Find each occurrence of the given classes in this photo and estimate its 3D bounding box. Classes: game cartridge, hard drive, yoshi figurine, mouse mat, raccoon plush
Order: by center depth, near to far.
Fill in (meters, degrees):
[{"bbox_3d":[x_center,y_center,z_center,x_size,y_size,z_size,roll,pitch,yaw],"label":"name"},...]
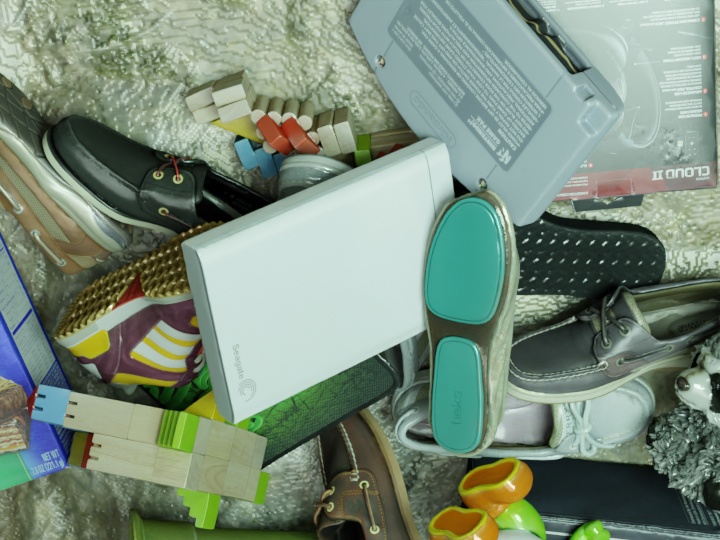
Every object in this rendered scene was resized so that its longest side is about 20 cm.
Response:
[{"bbox_3d":[-0.018,0.005,1.035,0.200,0.027,0.132,-24,121,-27],"label":"hard drive"},{"bbox_3d":[0.078,-0.135,1.036,0.200,0.040,0.133,52,134,16],"label":"game cartridge"},{"bbox_3d":[0.138,0.234,1.068,0.112,0.112,0.200,-30,107,4],"label":"yoshi figurine"},{"bbox_3d":[0.295,0.093,1.127,0.097,0.200,0.134,42,122,32],"label":"raccoon plush"},{"bbox_3d":[-0.085,0.070,1.147,0.161,0.008,0.200,45,130,-14],"label":"mouse mat"}]

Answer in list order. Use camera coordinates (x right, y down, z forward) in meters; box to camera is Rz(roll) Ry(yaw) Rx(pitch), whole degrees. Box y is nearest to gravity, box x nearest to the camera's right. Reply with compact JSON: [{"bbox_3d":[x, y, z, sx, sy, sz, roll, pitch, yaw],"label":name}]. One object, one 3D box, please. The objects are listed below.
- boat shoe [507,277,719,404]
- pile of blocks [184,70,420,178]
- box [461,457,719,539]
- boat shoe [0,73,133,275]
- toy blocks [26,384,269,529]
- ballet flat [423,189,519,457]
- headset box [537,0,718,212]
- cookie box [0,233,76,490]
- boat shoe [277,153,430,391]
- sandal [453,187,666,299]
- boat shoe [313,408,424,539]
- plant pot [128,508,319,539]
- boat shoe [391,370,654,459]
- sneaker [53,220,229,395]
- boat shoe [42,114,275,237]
[{"bbox_3d":[0.194,0.044,1.122,0.199,0.072,0.065,-10,136,-9],"label":"boat shoe"},{"bbox_3d":[-0.035,-0.083,1.107,0.199,0.062,0.082,16,109,-4],"label":"pile of blocks"},{"bbox_3d":[0.170,0.257,1.191,0.198,0.123,0.201,7,107,-2],"label":"box"},{"bbox_3d":[-0.253,-0.075,1.108,0.072,0.076,0.200,-38,103,15],"label":"boat shoe"},{"bbox_3d":[-0.159,0.128,1.128,0.136,0.200,0.100,9,81,17],"label":"toy blocks"},{"bbox_3d":[0.079,0.032,1.072,0.067,0.062,0.201,14,112,23],"label":"ballet flat"},{"bbox_3d":[0.171,-0.137,1.078,0.148,0.077,0.201,-5,110,3],"label":"headset box"},{"bbox_3d":[-0.327,0.074,1.159,0.171,0.075,0.200,-19,107,8],"label":"cookie box"},{"bbox_3d":[-0.001,0.001,1.103,0.074,0.065,0.202,-2,135,32],"label":"boat shoe"},{"bbox_3d":[0.128,-0.018,1.141,0.200,0.048,0.076,12,111,-17],"label":"sandal"},{"bbox_3d":[0.002,0.186,1.135,0.070,0.200,0.070,-8,142,-23],"label":"boat shoe"},{"bbox_3d":[-0.077,0.274,1.183,0.189,0.200,0.201,-5,110,-11],"label":"plant pot"},{"bbox_3d":[0.125,0.112,1.163,0.201,0.065,0.075,2,110,-2],"label":"boat shoe"},{"bbox_3d":[-0.124,0.032,1.092,0.200,0.075,0.090,-19,126,37],"label":"sneaker"},{"bbox_3d":[-0.132,-0.058,1.106,0.201,0.074,0.063,32,126,-16],"label":"boat shoe"}]
